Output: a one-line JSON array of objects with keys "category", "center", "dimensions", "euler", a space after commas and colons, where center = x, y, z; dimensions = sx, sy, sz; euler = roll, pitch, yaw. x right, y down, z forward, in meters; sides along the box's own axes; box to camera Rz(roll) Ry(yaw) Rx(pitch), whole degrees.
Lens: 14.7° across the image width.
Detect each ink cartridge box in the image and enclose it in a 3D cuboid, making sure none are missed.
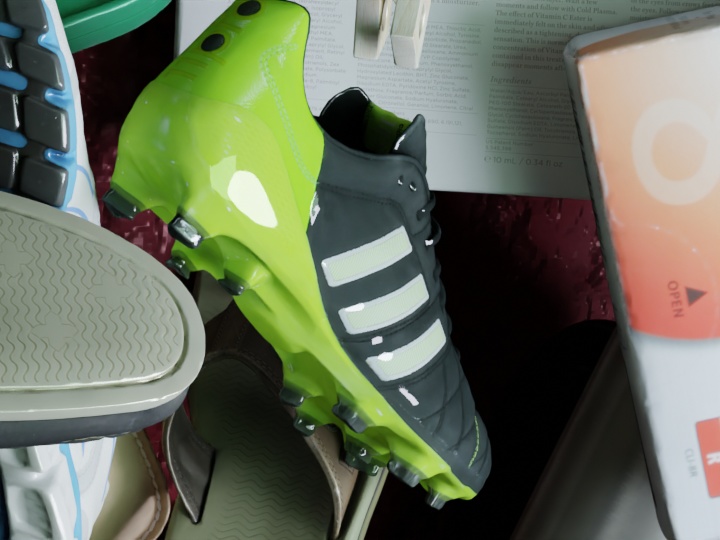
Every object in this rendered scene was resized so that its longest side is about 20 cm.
[{"category": "ink cartridge box", "center": [0.175, -0.012, 0.862], "dimensions": [0.200, 0.050, 0.162], "euler": [-12, 103, 6]}]

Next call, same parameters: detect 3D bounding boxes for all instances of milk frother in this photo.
[{"category": "milk frother", "center": [0.060, 0.083, 0.955], "dimensions": [0.200, 0.180, 0.188], "euler": [29, 87, -48]}]

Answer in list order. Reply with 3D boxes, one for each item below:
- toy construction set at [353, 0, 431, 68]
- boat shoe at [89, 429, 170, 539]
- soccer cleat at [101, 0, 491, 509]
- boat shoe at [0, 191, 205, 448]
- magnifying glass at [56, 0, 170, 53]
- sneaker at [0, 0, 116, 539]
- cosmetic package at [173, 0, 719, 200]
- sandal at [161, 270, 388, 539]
[{"category": "toy construction set", "center": [-0.055, -0.136, 0.798], "dimensions": [0.092, 0.200, 0.131], "euler": [112, -6, -52]}, {"category": "boat shoe", "center": [-0.114, 0.032, 0.863], "dimensions": [0.074, 0.069, 0.200], "euler": [-50, 129, -17]}, {"category": "soccer cleat", "center": [0.000, 0.000, 0.814], "dimensions": [0.081, 0.067, 0.200], "euler": [-54, 139, -15]}, {"category": "boat shoe", "center": [-0.140, 0.020, 0.709], "dimensions": [0.200, 0.072, 0.068], "euler": [1, 144, -8]}, {"category": "magnifying glass", "center": [-0.118, -0.068, 0.811], "dimensions": [0.200, 0.080, 0.022], "euler": [-51, 170, -34]}, {"category": "sneaker", "center": [-0.101, -0.001, 0.779], "dimensions": [0.087, 0.075, 0.200], "euler": [-50, 145, -63]}, {"category": "cosmetic package", "center": [0.042, -0.103, 0.892], "dimensions": [0.200, 0.052, 0.151], "euler": [4, 106, 0]}, {"category": "sandal", "center": [-0.030, 0.056, 0.890], "dimensions": [0.057, 0.080, 0.201], "euler": [62, 30, -54]}]
